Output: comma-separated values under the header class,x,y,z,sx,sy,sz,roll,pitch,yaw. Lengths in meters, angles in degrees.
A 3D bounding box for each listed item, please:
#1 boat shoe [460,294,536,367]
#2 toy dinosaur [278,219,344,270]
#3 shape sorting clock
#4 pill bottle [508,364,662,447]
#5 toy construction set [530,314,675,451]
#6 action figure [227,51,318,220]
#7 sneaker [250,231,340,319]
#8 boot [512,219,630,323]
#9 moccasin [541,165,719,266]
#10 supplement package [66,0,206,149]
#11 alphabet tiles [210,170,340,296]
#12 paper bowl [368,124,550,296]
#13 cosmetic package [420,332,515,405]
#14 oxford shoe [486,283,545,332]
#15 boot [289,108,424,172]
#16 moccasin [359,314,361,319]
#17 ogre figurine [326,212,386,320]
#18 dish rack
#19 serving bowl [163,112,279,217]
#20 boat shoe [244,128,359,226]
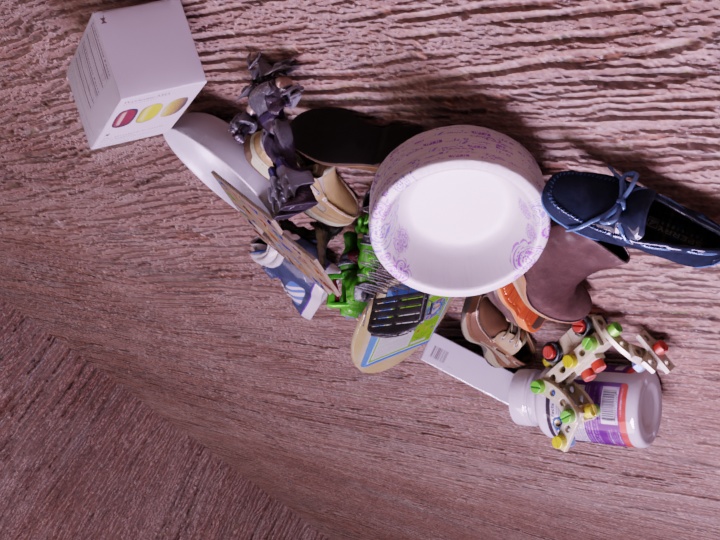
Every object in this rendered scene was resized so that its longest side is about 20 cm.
class,x,y,z,sx,sy,sz,roll,pitch,yaw
boat shoe,0.204,0.084,1.681,0.073,0.076,0.200,10,160,29
toy dinosaur,-0.065,-0.062,1.609,0.088,0.048,0.200,29,-159,-3
shape sorting clock,0.061,0.059,1.628,0.039,0.200,0.200,44,167,27
pill bottle,0.317,0.187,1.666,0.199,0.112,0.112,2,147,34
toy construction set,0.309,0.136,1.552,0.092,0.200,0.132,14,-137,-53
action figure,-0.102,-0.165,1.389,0.130,0.069,0.201,-27,78,60
sneaker,-0.111,-0.005,1.871,0.146,0.081,0.200,37,163,3
boot,0.258,0.001,1.412,0.200,0.073,0.166,37,155,-29
moccasin,0.289,-0.063,1.212,0.199,0.081,0.068,15,173,1
supplement package,-0.278,-0.238,1.435,0.200,0.113,0.110,-27,81,66
alphabet tiles,-0.108,-0.042,1.578,0.200,0.008,0.167,38,168,32
paper bowl,0.109,-0.075,1.314,0.199,0.105,0.202,1,132,1
cosmetic package,0.191,0.163,1.836,0.199,0.052,0.151,27,176,4
oxford shoe,0.186,0.014,1.538,0.073,0.071,0.200,24,158,35
boot,0.002,-0.143,1.420,0.199,0.074,0.075,16,165,26
moccasin,0.037,0.064,1.845,0.080,0.068,0.200,38,157,-4
ogre figurine,0.000,0.000,1.649,0.098,0.121,0.200,15,163,-26
dish rack,0.046,-0.016,1.478,0.054,0.201,0.153,19,165,-26
serving bowl,-0.174,-0.149,1.600,0.200,0.066,0.200,38,169,9
boat shoe,-0.060,-0.123,1.539,0.076,0.072,0.200,-23,141,34
